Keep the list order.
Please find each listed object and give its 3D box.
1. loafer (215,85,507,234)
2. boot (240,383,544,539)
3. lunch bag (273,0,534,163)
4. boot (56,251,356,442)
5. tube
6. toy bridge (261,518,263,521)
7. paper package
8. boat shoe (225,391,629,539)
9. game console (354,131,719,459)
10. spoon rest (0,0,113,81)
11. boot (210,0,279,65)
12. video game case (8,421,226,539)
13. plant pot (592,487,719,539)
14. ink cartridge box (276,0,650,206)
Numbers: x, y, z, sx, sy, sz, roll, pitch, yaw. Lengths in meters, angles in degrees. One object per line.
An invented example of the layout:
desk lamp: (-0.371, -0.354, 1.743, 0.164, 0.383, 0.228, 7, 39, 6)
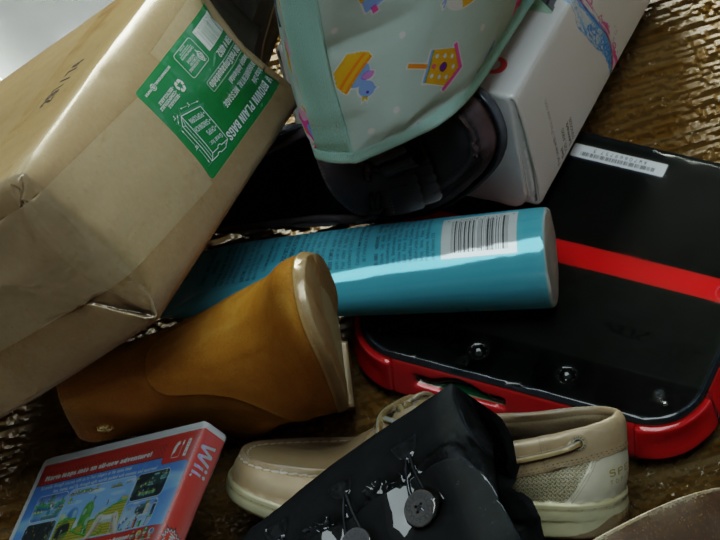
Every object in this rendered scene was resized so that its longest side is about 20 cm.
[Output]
loafer: (-0.012, -0.048, 1.473, 0.199, 0.072, 0.063, -12, 15, 44)
boot: (0.001, 0.170, 1.326, 0.199, 0.066, 0.166, -30, 65, 12)
lunch bag: (0.011, -0.172, 1.393, 0.121, 0.171, 0.200, 14, 47, 26)
boot: (-0.078, 0.048, 1.393, 0.143, 0.201, 0.071, -8, 75, 1)
tube: (0.000, 0.000, 1.458, 0.199, 0.051, 0.077, -4, 18, 11)
toy bridge: (-0.046, 0.156, 1.412, 0.199, 0.027, 0.068, 3, 58, 16)
paper package: (-0.150, -0.032, 1.435, 0.190, 0.104, 0.200, -29, 20, 38)
boat shoe: (0.032, 0.090, 1.402, 0.199, 0.065, 0.071, 1, 18, 6)
game console: (0.110, 0.004, 1.483, 0.199, 0.031, 0.177, 14, 56, 20)
spoon rest: (-0.203, -0.135, 1.625, 0.199, 0.061, 0.100, 10, 59, 20)
boot: (-0.056, -0.142, 1.527, 0.075, 0.200, 0.074, -36, 77, -30)
video game case: (-0.146, 0.170, 1.383, 0.143, 0.017, 0.201, -16, 44, 49)
plant pot: (0.146, 0.230, 1.244, 0.186, 0.187, 0.200, -31, 69, -9)
ink cartridge box: (0.065, -0.145, 1.539, 0.144, 0.084, 0.201, 13, 54, 25)
